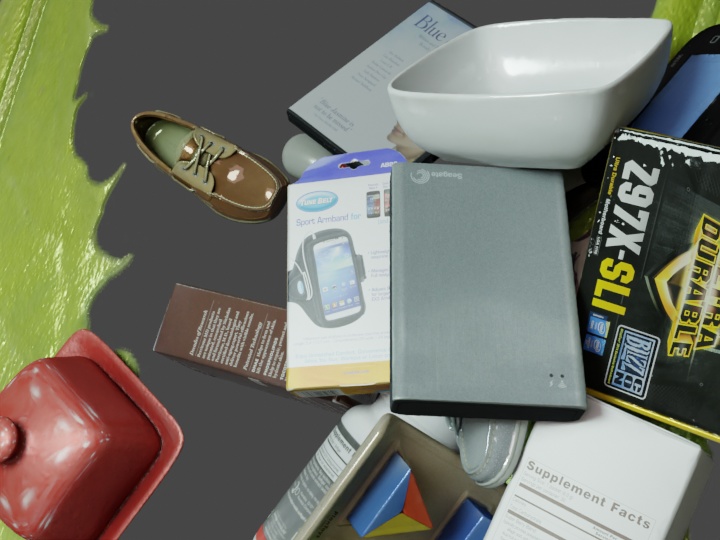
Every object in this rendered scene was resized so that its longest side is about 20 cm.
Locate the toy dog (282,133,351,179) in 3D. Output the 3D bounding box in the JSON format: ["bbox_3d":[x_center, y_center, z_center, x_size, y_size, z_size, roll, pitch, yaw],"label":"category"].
[{"bbox_3d":[0.010,-0.046,0.923,0.131,0.097,0.201,-19,54,-7],"label":"toy dog"}]

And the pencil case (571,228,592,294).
[{"bbox_3d":[0.222,-0.003,0.815,0.199,0.078,0.090,-33,44,12],"label":"pencil case"}]

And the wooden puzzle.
[{"bbox_3d":[0.032,0.226,0.768,0.186,0.200,0.046,-54,38,1],"label":"wooden puzzle"}]

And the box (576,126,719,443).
[{"bbox_3d":[0.242,0.010,0.717,0.159,0.049,0.202,20,106,35],"label":"box"}]

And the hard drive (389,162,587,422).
[{"bbox_3d":[0.091,0.011,0.748,0.138,0.033,0.202,3,61,-3],"label":"hard drive"}]

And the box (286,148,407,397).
[{"bbox_3d":[0.000,0.000,0.817,0.118,0.042,0.202,-5,69,13],"label":"box"}]

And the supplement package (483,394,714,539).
[{"bbox_3d":[0.171,0.206,0.754,0.119,0.121,0.201,23,85,28],"label":"supplement package"}]

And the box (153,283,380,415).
[{"bbox_3d":[-0.079,0.075,0.917,0.199,0.100,0.076,13,77,28],"label":"box"}]

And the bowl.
[{"bbox_3d":[0.141,-0.143,0.810,0.199,0.200,0.075,8,121,32],"label":"bowl"}]

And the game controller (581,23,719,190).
[{"bbox_3d":[0.268,-0.135,0.814,0.200,0.042,0.104,-47,38,-15],"label":"game controller"}]

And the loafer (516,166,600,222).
[{"bbox_3d":[0.143,-0.038,0.864,0.200,0.076,0.068,-50,56,3],"label":"loafer"}]

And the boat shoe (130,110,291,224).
[{"bbox_3d":[-0.164,-0.110,1.026,0.199,0.074,0.076,26,87,28],"label":"boat shoe"}]

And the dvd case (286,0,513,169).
[{"bbox_3d":[0.049,-0.167,0.931,0.200,0.018,0.142,-40,60,-19],"label":"dvd case"}]

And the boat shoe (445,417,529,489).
[{"bbox_3d":[0.089,0.067,0.776,0.074,0.064,0.204,141,136,-60],"label":"boat shoe"}]

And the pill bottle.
[{"bbox_3d":[0.009,0.188,0.838,0.116,0.116,0.201,38,92,28],"label":"pill bottle"}]

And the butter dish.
[{"bbox_3d":[-0.309,0.173,0.969,0.199,0.148,0.201,39,93,28],"label":"butter dish"}]
